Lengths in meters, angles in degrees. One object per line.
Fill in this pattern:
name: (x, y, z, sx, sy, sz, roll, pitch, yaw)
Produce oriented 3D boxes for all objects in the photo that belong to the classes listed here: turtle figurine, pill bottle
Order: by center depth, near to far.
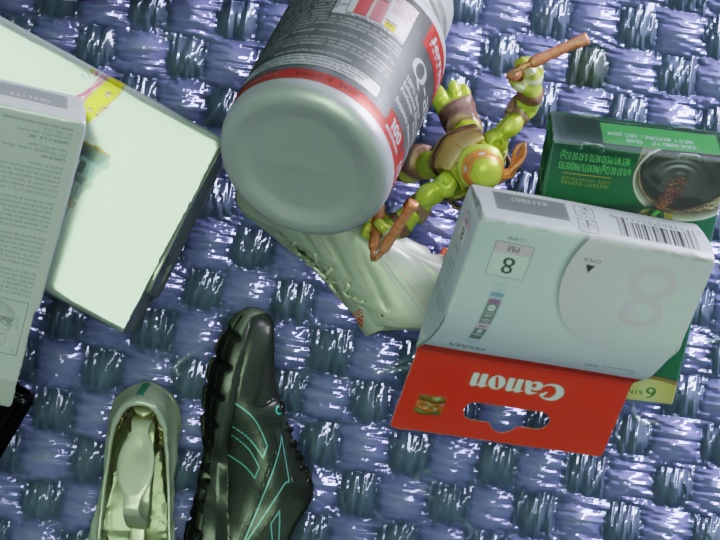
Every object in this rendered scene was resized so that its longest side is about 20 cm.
pill bottle: (-0.009, -0.125, 1.573, 0.115, 0.201, 0.117, 11, 131, 13)
turtle figurine: (0.073, -0.083, 1.597, 0.064, 0.161, 0.200, 41, 92, -18)

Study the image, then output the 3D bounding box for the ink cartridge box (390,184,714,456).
ink cartridge box: (0.123, 0.047, 1.578, 0.161, 0.057, 0.201, 9, 119, -14)

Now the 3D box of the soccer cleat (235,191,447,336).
soccer cleat: (0.000, 0.000, 1.641, 0.199, 0.069, 0.078, 25, 90, -4)

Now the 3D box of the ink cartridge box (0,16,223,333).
ink cartridge box: (-0.204, -0.065, 1.593, 0.199, 0.145, 0.145, 29, 87, -2)

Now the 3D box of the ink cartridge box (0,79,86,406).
ink cartridge box: (-0.269, -0.027, 1.488, 0.160, 0.050, 0.201, 12, 114, -14)

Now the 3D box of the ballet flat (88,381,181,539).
ballet flat: (-0.154, 0.176, 1.627, 0.069, 0.069, 0.202, 3, 88, -2)

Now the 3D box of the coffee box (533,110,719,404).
coffee box: (0.169, -0.005, 1.607, 0.122, 0.044, 0.201, 7, 124, -4)

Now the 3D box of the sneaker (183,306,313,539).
sneaker: (-0.072, 0.125, 1.637, 0.079, 0.075, 0.202, 6, 96, -12)

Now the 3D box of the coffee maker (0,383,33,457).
coffee maker: (-0.297, 0.150, 1.604, 0.191, 0.135, 0.201, 29, 88, -24)
